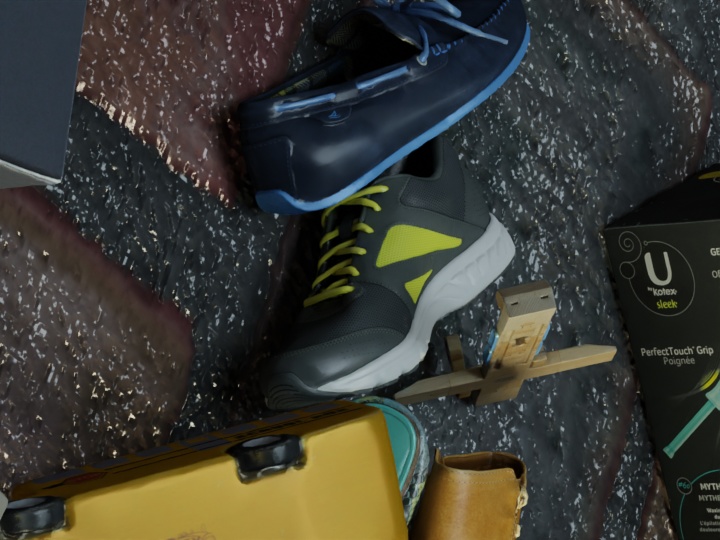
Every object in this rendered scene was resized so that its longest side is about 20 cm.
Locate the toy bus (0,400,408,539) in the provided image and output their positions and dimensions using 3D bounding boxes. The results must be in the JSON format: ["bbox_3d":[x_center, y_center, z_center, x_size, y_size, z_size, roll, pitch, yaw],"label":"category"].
[{"bbox_3d":[-0.080,0.110,1.211,0.200,0.078,0.065,-14,99,-21],"label":"toy bus"}]

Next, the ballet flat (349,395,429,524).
[{"bbox_3d":[-0.026,0.153,1.309,0.074,0.074,0.200,40,76,-40],"label":"ballet flat"}]

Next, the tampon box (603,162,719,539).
[{"bbox_3d":[0.250,0.044,1.589,0.126,0.150,0.201,-29,109,-47],"label":"tampon box"}]

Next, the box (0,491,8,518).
[{"bbox_3d":[-0.235,0.064,1.064,0.200,0.078,0.095,49,53,-36],"label":"box"}]

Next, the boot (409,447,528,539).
[{"bbox_3d":[0.028,0.162,1.334,0.201,0.071,0.144,-31,132,-69],"label":"boot"}]

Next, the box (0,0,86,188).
[{"bbox_3d":[-0.201,-0.131,1.030,0.123,0.198,0.201,21,72,-47],"label":"box"}]

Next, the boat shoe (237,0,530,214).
[{"bbox_3d":[0.017,-0.100,1.378,0.200,0.084,0.069,-44,117,-45],"label":"boat shoe"}]

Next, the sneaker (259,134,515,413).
[{"bbox_3d":[0.000,0.000,1.367,0.200,0.074,0.085,-44,113,-52],"label":"sneaker"}]

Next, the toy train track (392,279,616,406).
[{"bbox_3d":[0.070,0.030,1.379,0.200,0.114,0.033,100,-23,-76],"label":"toy train track"}]
